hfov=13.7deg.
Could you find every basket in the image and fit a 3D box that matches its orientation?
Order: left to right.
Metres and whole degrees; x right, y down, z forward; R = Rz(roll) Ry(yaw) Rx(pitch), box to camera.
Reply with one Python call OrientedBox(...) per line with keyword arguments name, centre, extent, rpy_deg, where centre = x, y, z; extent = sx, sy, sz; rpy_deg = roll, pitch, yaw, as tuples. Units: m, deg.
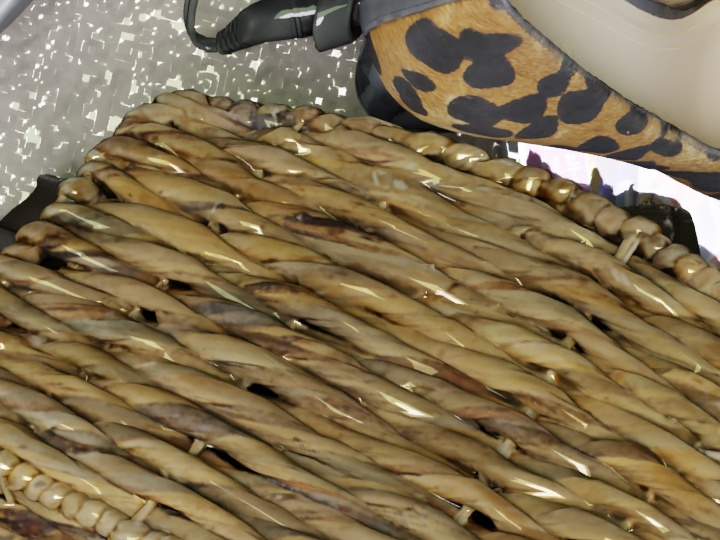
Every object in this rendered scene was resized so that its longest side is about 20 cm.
OrientedBox(name="basket", centre=(0.010, 0.066, 0.693), extent=(0.199, 0.149, 0.143), rpy_deg=(25, 55, 19))

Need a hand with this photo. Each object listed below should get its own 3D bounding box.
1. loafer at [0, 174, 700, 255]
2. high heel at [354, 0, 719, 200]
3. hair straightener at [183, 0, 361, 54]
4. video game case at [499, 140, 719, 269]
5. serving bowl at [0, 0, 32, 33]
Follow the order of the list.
OrientedBox(name="loafer", centre=(0.000, 0.000, 0.789), extent=(0.199, 0.073, 0.072), rpy_deg=(11, 73, 10))
OrientedBox(name="high heel", centre=(0.098, -0.056, 0.702), extent=(0.199, 0.143, 0.072), rpy_deg=(-4, 86, -4))
OrientedBox(name="hair straightener", centre=(0.047, -0.101, 0.797), extent=(0.199, 0.041, 0.077), rpy_deg=(-17, 55, 4))
OrientedBox(name="video game case", centre=(0.140, -0.023, 0.804), extent=(0.199, 0.018, 0.144), rpy_deg=(-9, 92, 4))
OrientedBox(name="serving bowl", centre=(-0.143, -0.140, 0.780), extent=(0.199, 0.066, 0.201), rpy_deg=(4, 100, 21))
